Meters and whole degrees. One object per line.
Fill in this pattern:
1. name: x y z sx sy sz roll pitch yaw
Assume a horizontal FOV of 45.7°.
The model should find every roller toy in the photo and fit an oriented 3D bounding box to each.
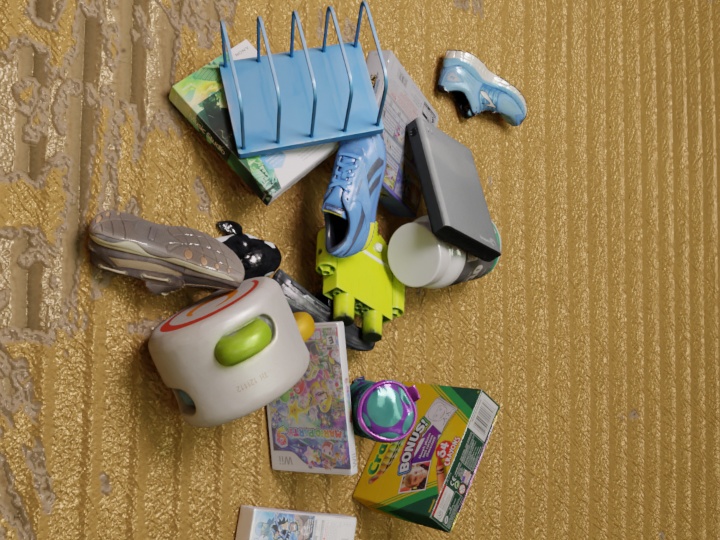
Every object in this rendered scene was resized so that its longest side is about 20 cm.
1. roller toy: -0.161 0.105 1.081 0.142 0.180 0.200 66 20 -12

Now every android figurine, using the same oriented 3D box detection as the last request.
1. android figurine: 0.000 0.000 1.266 0.181 0.041 0.203 33 46 -36

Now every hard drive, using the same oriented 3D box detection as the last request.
1. hard drive: 0.139 -0.120 1.283 0.139 0.033 0.203 23 46 -43

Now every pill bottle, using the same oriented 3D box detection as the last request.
1. pill bottle: 0.132 -0.033 1.335 0.199 0.112 0.115 -10 93 -55

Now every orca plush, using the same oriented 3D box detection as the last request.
1. orca plush: -0.182 -0.023 1.142 0.198 0.071 0.107 19 75 -36

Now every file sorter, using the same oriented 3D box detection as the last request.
1. file sorter: -0.073 -0.249 1.093 0.197 0.123 0.141 -11 71 -11

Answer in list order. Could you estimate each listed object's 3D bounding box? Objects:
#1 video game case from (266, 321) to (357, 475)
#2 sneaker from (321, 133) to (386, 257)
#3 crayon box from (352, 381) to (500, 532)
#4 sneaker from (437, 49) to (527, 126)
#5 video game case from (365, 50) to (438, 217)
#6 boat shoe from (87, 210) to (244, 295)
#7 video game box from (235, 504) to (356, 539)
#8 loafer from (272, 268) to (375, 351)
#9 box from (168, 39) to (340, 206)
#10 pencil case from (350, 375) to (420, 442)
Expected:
1. video game case: -0.073 0.175 1.170 0.018 0.141 0.204 -6 91 -55
2. sneaker: -0.014 -0.117 1.165 0.078 0.065 0.204 -11 111 -58
3. crayon box: 0.097 0.272 1.279 0.058 0.171 0.202 42 63 -31
4. sneaker: 0.205 -0.299 1.482 0.198 0.078 0.091 27 90 -30
5. video game case: 0.049 -0.203 1.309 0.200 0.045 0.184 37 62 -57
6. boat shoe: -0.244 -0.012 1.071 0.197 0.074 0.075 19 33 -10
7. video game box: -0.100 0.439 1.192 0.180 0.046 0.204 18 76 -38
8. loafer: -0.052 0.061 1.238 0.199 0.068 0.071 27 85 -30
9. box: -0.142 -0.204 1.161 0.200 0.036 0.144 46 58 3
10. pencil case: 0.022 0.195 1.210 0.091 0.200 0.086 -26 88 -11
